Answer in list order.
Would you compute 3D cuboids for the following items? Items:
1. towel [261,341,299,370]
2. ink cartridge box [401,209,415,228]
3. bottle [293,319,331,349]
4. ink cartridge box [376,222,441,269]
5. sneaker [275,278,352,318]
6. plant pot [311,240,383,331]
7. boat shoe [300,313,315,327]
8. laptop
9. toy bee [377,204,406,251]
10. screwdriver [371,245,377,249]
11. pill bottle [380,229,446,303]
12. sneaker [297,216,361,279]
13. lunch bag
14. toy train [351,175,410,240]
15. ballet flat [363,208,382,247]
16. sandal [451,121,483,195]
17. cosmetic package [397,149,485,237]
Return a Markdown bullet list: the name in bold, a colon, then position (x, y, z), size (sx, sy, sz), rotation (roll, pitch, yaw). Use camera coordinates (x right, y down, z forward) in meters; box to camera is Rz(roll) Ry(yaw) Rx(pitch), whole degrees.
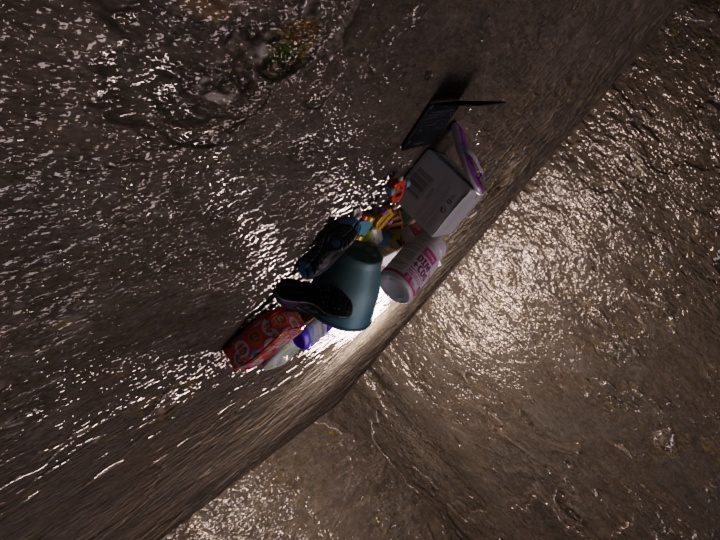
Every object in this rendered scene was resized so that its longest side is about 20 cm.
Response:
- **towel**: position (-0.219, 0.228, 1.840), size (0.200, 0.048, 0.171), rotation (-49, 167, 13)
- **ink cartridge box**: position (0.191, -0.187, 1.863), size (0.146, 0.048, 0.200), rotation (-47, 164, 3)
- **bottle**: position (-0.121, 0.155, 1.759), size (0.199, 0.065, 0.085), rotation (-35, 132, -39)
- **ink cartridge box**: position (0.131, -0.040, 1.791), size (0.198, 0.085, 0.147), rotation (-28, 129, -1)
- **sneaker**: position (-0.117, 0.077, 1.458), size (0.088, 0.197, 0.077), rotation (117, -10, -63)
- **plant pot**: position (-0.031, 0.025, 1.543), size (0.199, 0.199, 0.190), rotation (-23, 140, -57)
- **boat shoe**: position (-0.191, 0.149, 1.651), size (0.199, 0.071, 0.071), rotation (-34, 158, -9)
- **laptop**: position (0.219, -0.342, 1.372), size (0.176, 0.103, 0.201), rotation (-26, 156, -53)
- **toy bee**: position (0.091, -0.104, 1.673), size (0.200, 0.107, 0.133), rotation (125, -29, -64)
- **screwdriver**: position (0.000, 0.000, 1.646), size (0.028, 0.029, 0.201), rotation (-53, 174, -45)
- **pill bottle**: position (0.147, -0.015, 1.611), size (0.200, 0.113, 0.114), rotation (-48, 170, -29)
- **sneaker**: position (-0.071, -0.061, 1.414), size (0.199, 0.074, 0.082), rotation (-40, 173, 23)
- **lunch bag**: position (-0.238, 0.177, 1.512), size (0.199, 0.082, 0.176), rotation (-37, 167, 13)
- **toy train**: position (0.035, -0.163, 1.465), size (0.199, 0.056, 0.151), rotation (-33, 149, -28)
- **ballet flat**: position (0.025, -0.086, 1.610), size (0.067, 0.067, 0.201), rotation (-43, 168, -44)
- **sandal**: position (0.288, -0.296, 1.513), size (0.049, 0.206, 0.082), rotation (-22, 176, 27)
- **cosmetic package**: position (0.219, -0.212, 1.615), size (0.168, 0.166, 0.199), rotation (-50, 166, 20)
